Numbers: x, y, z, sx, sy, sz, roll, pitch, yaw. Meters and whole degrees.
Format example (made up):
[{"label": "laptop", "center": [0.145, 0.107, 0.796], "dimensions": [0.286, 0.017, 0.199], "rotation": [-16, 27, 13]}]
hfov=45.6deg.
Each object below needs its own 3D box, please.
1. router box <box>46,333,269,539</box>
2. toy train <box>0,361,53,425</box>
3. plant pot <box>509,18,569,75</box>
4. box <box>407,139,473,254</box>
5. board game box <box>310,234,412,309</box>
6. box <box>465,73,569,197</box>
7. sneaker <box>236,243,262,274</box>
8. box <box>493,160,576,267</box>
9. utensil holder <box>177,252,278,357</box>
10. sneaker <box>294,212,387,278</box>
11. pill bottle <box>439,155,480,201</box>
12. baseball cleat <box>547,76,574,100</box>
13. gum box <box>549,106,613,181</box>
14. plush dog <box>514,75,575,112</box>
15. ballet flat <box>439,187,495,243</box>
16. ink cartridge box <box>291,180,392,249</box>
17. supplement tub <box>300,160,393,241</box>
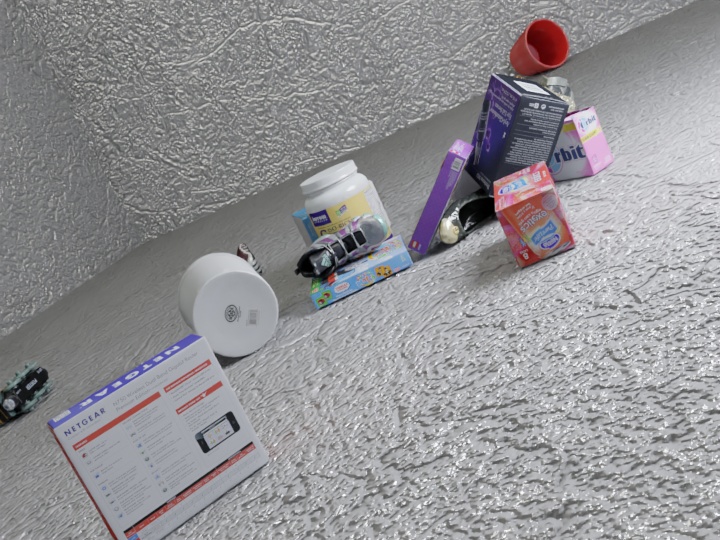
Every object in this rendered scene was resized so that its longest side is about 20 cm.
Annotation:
[{"label": "router box", "center": [-0.232, 0.202, 1.007], "dimensions": [0.199, 0.181, 0.049], "rotation": [-31, 15, -25]}, {"label": "toy train", "center": [-0.787, 0.284, 1.965], "dimensions": [0.114, 0.085, 0.200], "rotation": [-34, 12, 8]}, {"label": "plant pot", "center": [0.691, -0.865, 3.375], "dimensions": [0.200, 0.201, 0.177], "rotation": [-31, 4, -21]}, {"label": "box", "center": [0.153, -0.141, 1.626], "dimensions": [0.137, 0.039, 0.201], "rotation": [-52, -15, -69]}, {"label": "board game box", "center": [0.000, 0.000, 1.659], "dimensions": [0.199, 0.037, 0.151], "rotation": [-24, 13, 4]}, {"label": "box", "center": [0.289, -0.248, 1.609], "dimensions": [0.103, 0.201, 0.148], "rotation": [7, 24, -18]}, {"label": "sneaker", "center": [-0.329, -0.008, 2.229], "dimensions": [0.115, 0.076, 0.200], "rotation": [-31, 14, -8]}, {"label": "box", "center": [0.274, -0.093, 1.363], "dimensions": [0.094, 0.103, 0.200], "rotation": [-23, 15, 15]}, {"label": "utensil holder", "center": [-0.251, 0.063, 1.606], "dimensions": [0.169, 0.171, 0.200], "rotation": [-28, 15, -11]}, {"label": "sneaker", "center": [-0.045, -0.032, 1.642], "dimensions": [0.199, 0.078, 0.140], "rotation": [-29, 10, 37]}, {"label": "pill bottle", "center": [0.229, -0.201, 1.825], "dimensions": [0.115, 0.117, 0.200], "rotation": [-25, 13, 4]}, {"label": "baseball cleat", "center": [0.505, -0.459, 2.314], "dimensions": [0.069, 0.107, 0.200], "rotation": [-5, 26, 45]}, {"label": "gum box", "center": [0.385, -0.240, 1.685], "dimensions": [0.066, 0.114, 0.199], "rotation": [-33, 15, -28]}, {"label": "plush dog", "center": [0.413, -0.377, 2.144], "dimensions": [0.199, 0.160, 0.173], "rotation": [-9, 49, 56]}, {"label": "ballet flat", "center": [0.217, -0.112, 1.621], "dimensions": [0.057, 0.067, 0.200], "rotation": [5, 33, 47]}, {"label": "ink cartridge box", "center": [-0.032, -0.111, 1.938], "dimensions": [0.199, 0.129, 0.125], "rotation": [-29, 14, -10]}, {"label": "supplement tub", "center": [-0.029, -0.113, 1.784], "dimensions": [0.144, 0.201, 0.145], "rotation": [-24, 13, 6]}]
